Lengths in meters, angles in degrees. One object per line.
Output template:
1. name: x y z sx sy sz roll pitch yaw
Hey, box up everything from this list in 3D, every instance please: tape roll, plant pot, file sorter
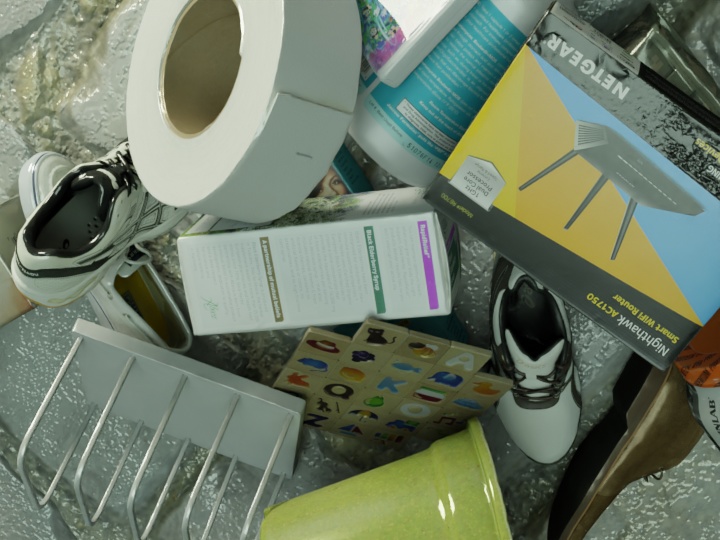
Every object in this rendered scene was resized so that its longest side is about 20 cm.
1. tape roll: -0.086 -0.138 0.820 0.070 0.203 0.204 11 121 -40
2. plant pot: 0.023 0.232 0.895 0.181 0.201 0.203 -12 108 -1
3. file sorter: -0.160 0.155 0.955 0.197 0.126 0.139 19 149 4

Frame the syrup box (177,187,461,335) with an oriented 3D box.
1. syrup box: -0.027 -0.008 0.867 0.197 0.079 0.083 -4 108 13

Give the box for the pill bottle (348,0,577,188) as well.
1. pill bottle: 0.079 -0.162 0.825 0.111 0.111 0.200 44 113 -6

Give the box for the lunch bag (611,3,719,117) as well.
1. lunch bag: 0.210 -0.054 0.834 0.164 0.118 0.200 -40 100 23

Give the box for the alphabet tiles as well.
1. alphabet tiles: 0.019 0.094 0.914 0.164 0.006 0.200 15 148 -12

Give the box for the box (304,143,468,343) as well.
1. box: 0.000 0.000 0.934 0.082 0.049 0.201 -31 101 20

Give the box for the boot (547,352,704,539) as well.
1. boot: 0.217 0.156 0.938 0.075 0.074 0.202 25 111 -9

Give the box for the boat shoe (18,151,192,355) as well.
1. boat shoe: -0.197 -0.011 0.946 0.085 0.075 0.204 -13 111 40

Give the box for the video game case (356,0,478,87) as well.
1. video game case: 0.046 -0.256 0.788 0.200 0.024 0.183 -44 56 22

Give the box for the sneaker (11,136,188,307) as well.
1. sneaker: -0.180 -0.057 0.878 0.075 0.201 0.088 37 155 5

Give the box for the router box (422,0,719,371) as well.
1. router box: 0.162 -0.053 0.755 0.199 0.051 0.150 35 116 1

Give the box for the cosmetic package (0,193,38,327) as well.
1. cosmetic package: -0.350 0.022 0.989 0.198 0.104 0.088 -26 102 21

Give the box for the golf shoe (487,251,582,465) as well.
1. golf shoe: 0.131 0.073 0.910 0.076 0.095 0.203 -7 110 13

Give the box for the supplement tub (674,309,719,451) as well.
1. supplement tub: 0.324 0.111 0.858 0.122 0.123 0.200 -35 106 21
